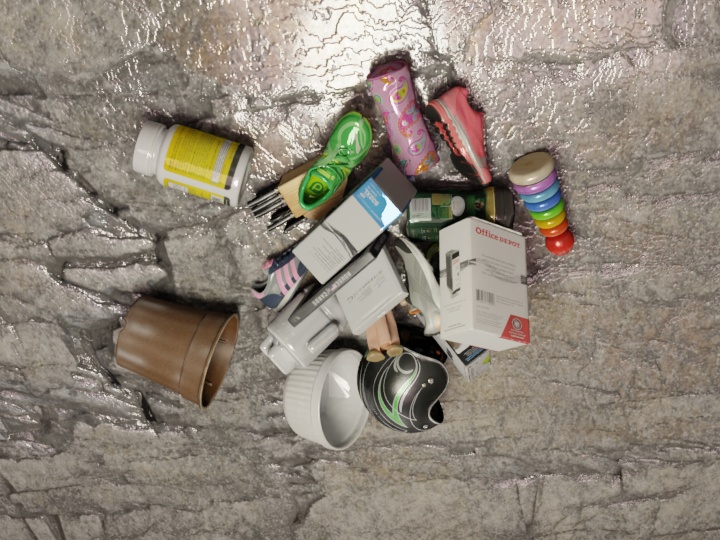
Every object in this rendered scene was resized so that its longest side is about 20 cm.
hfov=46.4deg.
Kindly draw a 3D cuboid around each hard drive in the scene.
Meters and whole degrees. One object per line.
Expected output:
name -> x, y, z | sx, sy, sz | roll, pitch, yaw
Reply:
hard drive -> 0.000, 0.000, 1.569 | 0.132, 0.201, 0.026 | -40, 146, 24

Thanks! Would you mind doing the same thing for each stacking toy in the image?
stacking toy -> 0.338, -0.112, 1.534 | 0.084, 0.086, 0.201 | -18, 121, 15

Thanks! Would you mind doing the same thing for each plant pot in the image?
plant pot -> -0.371, 0.153, 1.688 | 0.196, 0.201, 0.202 | 17, 119, 4

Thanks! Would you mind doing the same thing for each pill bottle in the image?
pill bottle -> -0.303, -0.197, 1.526 | 0.198, 0.115, 0.115 | 17, 119, -4

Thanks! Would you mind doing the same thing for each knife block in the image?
knife block -> -0.113, -0.160, 1.555 | 0.173, 0.064, 0.202 | 15, 119, -3

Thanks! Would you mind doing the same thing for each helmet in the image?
helmet -> 0.089, 0.223, 1.676 | 0.198, 0.200, 0.193 | 19, 108, -5

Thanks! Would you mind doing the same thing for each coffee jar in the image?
coffee jar -> 0.182, -0.102, 1.534 | 0.197, 0.086, 0.104 | -1, 159, 7

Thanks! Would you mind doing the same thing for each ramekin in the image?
ramekin -> -0.070, 0.254, 1.705 | 0.104, 0.200, 0.202 | 5, 123, 32

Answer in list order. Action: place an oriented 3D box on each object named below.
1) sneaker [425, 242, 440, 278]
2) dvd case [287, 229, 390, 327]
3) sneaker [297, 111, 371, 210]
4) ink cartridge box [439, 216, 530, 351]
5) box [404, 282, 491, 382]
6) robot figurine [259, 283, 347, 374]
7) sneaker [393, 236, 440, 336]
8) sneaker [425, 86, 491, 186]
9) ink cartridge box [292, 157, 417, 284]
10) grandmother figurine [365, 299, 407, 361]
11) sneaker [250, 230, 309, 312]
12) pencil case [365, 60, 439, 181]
sneaker -> 0.215, 0.020, 1.610 | 0.198, 0.081, 0.074 | 22, 119, -7
dvd case -> -0.036, 0.010, 1.494 | 0.200, 0.150, 0.025 | -41, 97, 21
sneaker -> -0.043, -0.180, 1.453 | 0.074, 0.084, 0.201 | 30, 116, -9
ink cartridge box -> 0.215, 0.026, 1.467 | 0.146, 0.203, 0.083 | 15, 156, -34
box -> 0.164, 0.103, 1.582 | 0.060, 0.201, 0.117 | -35, 156, -4
robot figurine -> -0.102, 0.107, 1.639 | 0.200, 0.169, 0.113 | -45, 126, -10
sneaker -> 0.106, 0.026, 1.520 | 0.079, 0.074, 0.202 | -29, 69, 6
sneaker -> 0.196, -0.235, 1.480 | 0.087, 0.074, 0.201 | -41, 124, -9
ink cartridge box -> -0.009, -0.087, 1.460 | 0.200, 0.145, 0.084 | -41, 98, 24
grandmother figurine -> 0.031, 0.067, 1.607 | 0.120, 0.202, 0.061 | -14, 156, -4
sneaker -> -0.146, -0.009, 1.638 | 0.081, 0.070, 0.201 | 28, 116, -10
pencil case -> 0.073, -0.262, 1.470 | 0.086, 0.088, 0.202 | -15, 118, 13
